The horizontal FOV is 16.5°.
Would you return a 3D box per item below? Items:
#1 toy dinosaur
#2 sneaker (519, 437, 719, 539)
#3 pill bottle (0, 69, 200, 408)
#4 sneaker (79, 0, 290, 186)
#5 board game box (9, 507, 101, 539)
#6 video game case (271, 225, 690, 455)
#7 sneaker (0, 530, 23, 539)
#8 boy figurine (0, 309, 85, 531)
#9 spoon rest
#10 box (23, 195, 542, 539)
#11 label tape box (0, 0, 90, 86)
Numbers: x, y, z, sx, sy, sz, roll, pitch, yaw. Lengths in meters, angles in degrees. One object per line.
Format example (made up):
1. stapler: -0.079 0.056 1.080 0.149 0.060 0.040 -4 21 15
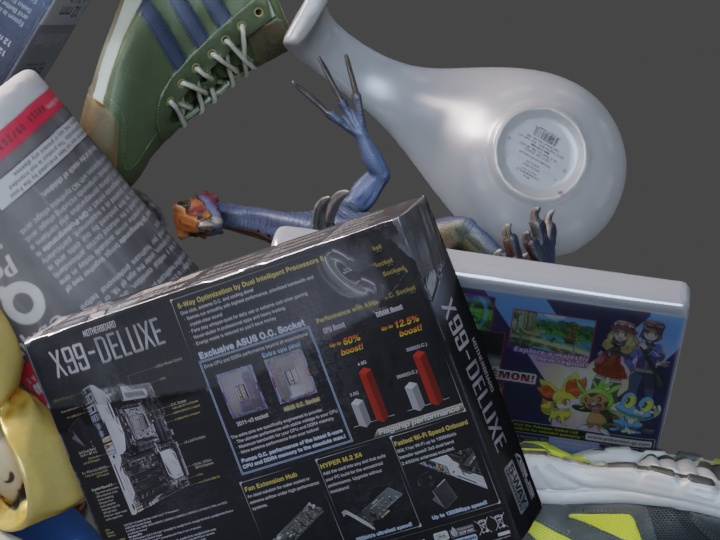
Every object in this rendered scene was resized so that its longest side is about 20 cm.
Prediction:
1. toy dinosaur: 0.000 0.000 1.258 0.181 0.105 0.201 -4 114 24
2. sneaker: 0.116 0.128 1.186 0.199 0.074 0.085 7 96 10
3. pill bottle: -0.144 0.008 1.245 0.111 0.111 0.200 -40 98 -8
4. sneaker: -0.079 -0.126 1.308 0.089 0.067 0.201 17 76 7
5. board game box: -0.176 0.203 1.254 0.200 0.039 0.158 44 76 4
6. video game case: 0.049 0.066 1.224 0.199 0.183 0.023 8 39 2
7. sneaker: -0.204 0.133 1.194 0.199 0.085 0.073 30 66 -4
8. boy figurine: -0.213 0.050 1.202 0.200 0.124 0.064 45 40 3
9. spoon rest: 0.050 -0.083 1.313 0.200 0.061 0.100 32 80 -7
10. box: -0.037 0.072 1.147 0.199 0.050 0.158 -19 98 20
11. label tape box: -0.218 -0.165 1.313 0.143 0.066 0.200 34 104 7
